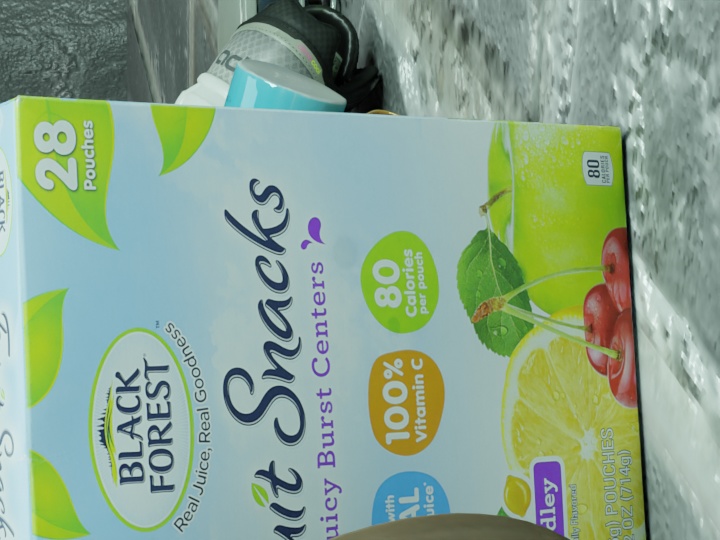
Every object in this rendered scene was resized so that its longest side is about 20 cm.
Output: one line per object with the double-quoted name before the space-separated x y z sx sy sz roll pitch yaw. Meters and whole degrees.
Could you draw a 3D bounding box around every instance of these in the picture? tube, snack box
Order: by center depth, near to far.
"snack box" -0.015 0.043 0.550 0.068 0.199 0.170 -10 82 57
"tube" -0.062 0.010 0.864 0.077 0.050 0.201 -57 -13 -77

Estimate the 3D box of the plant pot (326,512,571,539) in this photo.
"plant pot" 0.030 0.189 0.463 0.175 0.199 0.201 50 145 45

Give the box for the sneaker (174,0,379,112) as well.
"sneaker" -0.029 -0.085 0.971 0.088 0.074 0.200 -51 -11 2

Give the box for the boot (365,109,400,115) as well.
"boot" 0.000 0.000 0.846 0.201 0.070 0.145 -138 52 -62

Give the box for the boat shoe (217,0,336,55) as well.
"boat shoe" -0.047 -0.146 1.068 0.075 0.061 0.202 -135 37 -59
